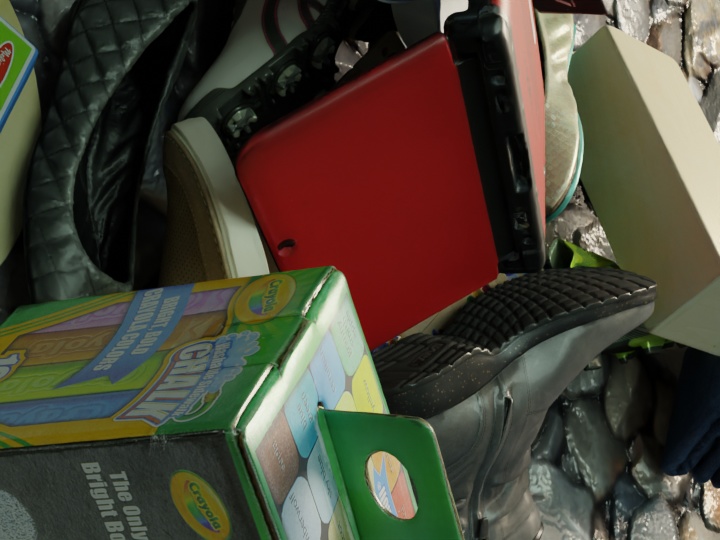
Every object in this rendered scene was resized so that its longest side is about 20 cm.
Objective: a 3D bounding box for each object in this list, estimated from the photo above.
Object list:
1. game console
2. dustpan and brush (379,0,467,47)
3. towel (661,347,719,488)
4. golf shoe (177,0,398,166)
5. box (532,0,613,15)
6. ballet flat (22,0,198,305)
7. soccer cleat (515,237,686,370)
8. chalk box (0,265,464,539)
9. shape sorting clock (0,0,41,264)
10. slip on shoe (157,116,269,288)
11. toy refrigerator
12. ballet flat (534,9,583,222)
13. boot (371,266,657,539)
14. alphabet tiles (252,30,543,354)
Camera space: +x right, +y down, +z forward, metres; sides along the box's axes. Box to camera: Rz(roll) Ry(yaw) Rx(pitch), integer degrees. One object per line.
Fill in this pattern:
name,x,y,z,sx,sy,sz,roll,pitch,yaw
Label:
game console,0.024,-0.074,0.750,0.200,0.118,0.174,71,20,-58
dustpan and brush,0.045,-0.150,0.787,0.199,0.057,0.141,-13,119,-52
towel,0.250,0.036,1.017,0.048,0.112,0.201,21,56,1
golf shoe,-0.042,-0.131,0.821,0.088,0.077,0.200,34,59,12
box,0.098,-0.249,0.768,0.200,0.044,0.161,47,57,-54
ballet flat,-0.114,-0.048,0.712,0.066,0.056,0.202,48,42,-61
soccer cleat,0.151,0.017,0.958,0.199,0.064,0.084,-8,81,-45
chalk box,-0.056,0.083,0.600,0.124,0.198,0.125,-59,138,-58
shape sorting clock,-0.212,-0.076,0.644,0.199,0.039,0.202,19,63,-44
slip on shoe,-0.073,0.033,0.718,0.060,0.076,0.202,-13,102,-13
toy refrigerator,0.185,-0.050,0.965,0.076,0.070,0.201,17,43,-40
ballet flat,0.092,-0.104,0.927,0.062,0.067,0.201,33,35,-20
boot,0.084,0.083,0.845,0.199,0.070,0.133,-22,112,-26
alphabet tiles,0.000,0.000,0.817,0.200,0.008,0.168,-46,114,-27
